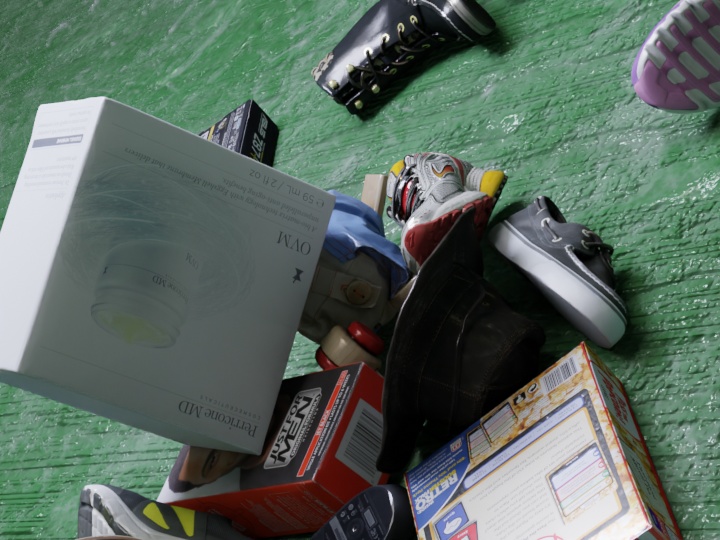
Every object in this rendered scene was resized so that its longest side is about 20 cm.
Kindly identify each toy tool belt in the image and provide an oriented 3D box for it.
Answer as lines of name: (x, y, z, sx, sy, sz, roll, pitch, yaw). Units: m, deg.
toy tool belt: (0.000, 0.000, 1.521, 0.123, 0.125, 0.200, -50, 25, 8)

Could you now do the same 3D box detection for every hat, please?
hat: (0.078, 0.054, 1.346, 0.080, 0.201, 0.201, 16, 54, 15)

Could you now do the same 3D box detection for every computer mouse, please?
computer mouse: (-0.033, 0.218, 1.358, 0.200, 0.034, 0.059, -43, 42, 17)

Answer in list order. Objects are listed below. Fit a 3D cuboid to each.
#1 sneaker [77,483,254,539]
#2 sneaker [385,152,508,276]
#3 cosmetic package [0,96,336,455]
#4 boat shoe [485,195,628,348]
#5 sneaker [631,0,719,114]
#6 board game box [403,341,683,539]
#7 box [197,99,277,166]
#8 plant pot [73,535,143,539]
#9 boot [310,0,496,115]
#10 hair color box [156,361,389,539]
sneaker: (-0.137, 0.206, 1.455, 0.200, 0.084, 0.075, 23, 111, 50)
sneaker: (0.051, -0.040, 1.475, 0.200, 0.082, 0.078, -50, -16, -75)
cosmetic package: (-0.151, 0.007, 1.429, 0.123, 0.199, 0.201, 3, 74, 59)
boat shoe: (0.141, -0.007, 1.380, 0.057, 0.069, 0.200, -44, 23, 1)
sneaker: (0.266, -0.190, 1.464, 0.200, 0.081, 0.088, -46, 18, -14)
board game box: (0.107, 0.150, 1.218, 0.151, 0.046, 0.200, -38, 26, 15)
box: (-0.162, -0.061, 1.941, 0.161, 0.049, 0.200, -31, 29, 24)
plant pot: (-0.126, 0.288, 1.217, 0.201, 0.200, 0.198, -51, 34, -12)
boot: (0.037, -0.202, 1.829, 0.154, 0.073, 0.204, -46, 21, 4)
hair color box: (-0.056, 0.135, 1.458, 0.200, 0.061, 0.102, -17, 41, 50)
